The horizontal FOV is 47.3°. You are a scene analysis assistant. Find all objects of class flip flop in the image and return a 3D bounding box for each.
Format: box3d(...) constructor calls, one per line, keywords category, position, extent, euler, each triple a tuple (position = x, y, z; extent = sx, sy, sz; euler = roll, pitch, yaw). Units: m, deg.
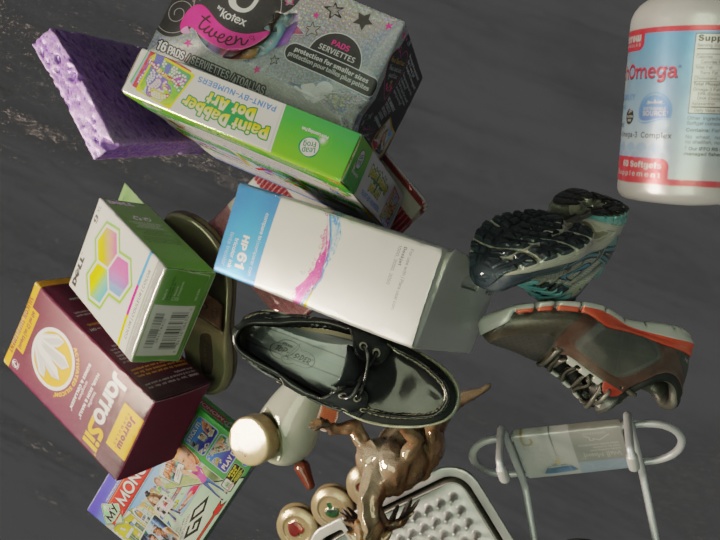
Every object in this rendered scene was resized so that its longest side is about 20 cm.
box3d(category="flip flop", position=(-0.175, 0.037, 0.857), extent=(0.081, 0.058, 0.200), euler=(7, 105, 34))

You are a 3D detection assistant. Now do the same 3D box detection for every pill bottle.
box3d(category="pill bottle", position=(0.269, -0.155, 0.661), extent=(0.109, 0.109, 0.200), euler=(4, 100, 17))

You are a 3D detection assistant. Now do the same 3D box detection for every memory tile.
box3d(category="memory tile", position=(0.018, 0.280, 0.866), extent=(0.200, 0.017, 0.153), euler=(-35, 88, 19))

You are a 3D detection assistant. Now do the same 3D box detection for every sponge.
box3d(category="sponge", position=(-0.210, -0.160, 0.767), extent=(0.030, 0.200, 0.112), euler=(-30, 90, 18))

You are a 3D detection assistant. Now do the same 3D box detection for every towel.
box3d(category="towel", position=(-0.047, -0.054, 0.828), extent=(0.200, 0.023, 0.144), euler=(-41, 83, 18))

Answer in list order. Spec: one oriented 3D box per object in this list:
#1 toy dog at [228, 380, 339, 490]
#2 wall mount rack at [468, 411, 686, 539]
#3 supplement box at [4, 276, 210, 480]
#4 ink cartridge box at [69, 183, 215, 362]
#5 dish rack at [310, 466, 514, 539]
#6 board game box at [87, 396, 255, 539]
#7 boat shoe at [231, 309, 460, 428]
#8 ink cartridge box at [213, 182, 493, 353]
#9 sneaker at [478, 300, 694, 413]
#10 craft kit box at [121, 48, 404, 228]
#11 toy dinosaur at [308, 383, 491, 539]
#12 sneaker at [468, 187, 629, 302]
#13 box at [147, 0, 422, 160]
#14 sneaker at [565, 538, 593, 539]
box3d(category="toy dog", position=(-0.038, 0.140, 0.808), extent=(0.096, 0.132, 0.200), euler=(49, 131, 13))
box3d(category="wall mount rack", position=(0.205, 0.209, 0.768), extent=(0.200, 0.075, 0.174), euler=(-11, 128, 20))
box3d(category="supplement box", position=(-0.270, 0.108, 0.870), extent=(0.200, 0.086, 0.110), euler=(38, 112, 22))
box3d(category="ink cartridge box", position=(-0.236, -0.005, 0.831), extent=(0.200, 0.059, 0.104), euler=(40, 112, 38))
box3d(category="dish rack", position=(0.066, 0.294, 0.821), extent=(0.200, 0.044, 0.172), euler=(-32, 88, 20))
box3d(category="board game box", position=(-0.208, 0.235, 0.925), extent=(0.135, 0.029, 0.200), euler=(36, 108, 8))
box3d(category="boat shoe", position=(-0.017, 0.078, 0.676), extent=(0.199, 0.066, 0.075), euler=(23, 88, 14))
box3d(category="ink cartridge box", position=(0.000, 0.000, 0.708), extent=(0.200, 0.144, 0.085), euler=(18, 92, 27))
box3d(category="sneaker", position=(0.196, 0.077, 0.699), extent=(0.200, 0.077, 0.082), euler=(10, 73, -11))
box3d(category="craft kit box", position=(-0.073, -0.106, 0.715), extent=(0.200, 0.198, 0.049), euler=(24, 90, 14))
box3d(category="toy dinosaur", position=(0.040, 0.175, 0.757), extent=(0.086, 0.200, 0.136), euler=(11, 124, 49))
box3d(category="sneaker", position=(0.160, -0.004, 0.682), extent=(0.078, 0.200, 0.086), euler=(25, 121, 38))
box3d(category="box", position=(-0.061, -0.188, 0.739), extent=(0.200, 0.132, 0.115), euler=(25, 88, 12))
box3d(category="sneaker", position=(0.223, 0.339, 0.760), extent=(0.075, 0.076, 0.200), euler=(-12, 108, 21))
